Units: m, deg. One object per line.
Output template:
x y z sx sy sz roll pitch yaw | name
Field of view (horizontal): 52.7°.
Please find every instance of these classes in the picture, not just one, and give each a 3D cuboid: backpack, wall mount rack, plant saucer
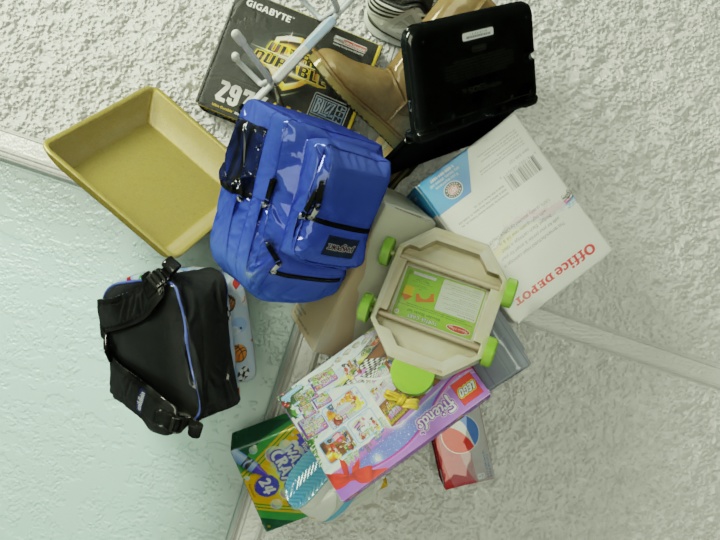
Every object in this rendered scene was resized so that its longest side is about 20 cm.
-0.071 -0.062 0.793 0.162 0.168 0.201 10 108 -39 | backpack
-0.085 -0.275 0.831 0.075 0.174 0.200 43 88 -16 | wall mount rack
-0.226 0.079 0.876 0.189 0.154 0.202 0 96 37 | backpack
-0.250 -0.116 0.895 0.200 0.200 0.048 41 133 -1 | plant saucer

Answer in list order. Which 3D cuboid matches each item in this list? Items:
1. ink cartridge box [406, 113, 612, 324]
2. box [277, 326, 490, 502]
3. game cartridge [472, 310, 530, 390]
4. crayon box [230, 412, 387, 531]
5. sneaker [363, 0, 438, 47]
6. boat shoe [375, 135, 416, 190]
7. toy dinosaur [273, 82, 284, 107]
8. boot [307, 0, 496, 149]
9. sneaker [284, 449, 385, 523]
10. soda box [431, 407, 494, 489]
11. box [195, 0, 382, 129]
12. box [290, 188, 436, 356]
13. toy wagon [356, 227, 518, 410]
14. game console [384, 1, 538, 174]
0.175 -0.057 0.899 0.147 0.145 0.201 -35 91 -2 | ink cartridge box
0.026 0.141 0.811 0.199 0.039 0.137 -35 71 -1 | box
0.092 0.104 0.869 0.200 0.041 0.134 -43 67 35 | game cartridge
-0.050 0.235 0.926 0.199 0.052 0.127 -21 107 -2 | crayon box
0.100 -0.306 0.912 0.199 0.115 0.076 19 89 -2 | sneaker
0.006 -0.123 0.942 0.076 0.072 0.200 42 83 15 | boat shoe
-0.106 -0.136 0.896 0.076 0.102 0.202 14 121 31 | toy dinosaur
0.058 -0.262 0.848 0.200 0.066 0.175 -48 131 8 | boot
0.004 0.217 0.870 0.200 0.077 0.081 -42 128 2 | sneaker
0.116 0.171 0.940 0.069 0.063 0.202 -13 91 -1 | soda box
-0.092 -0.249 0.942 0.199 0.049 0.161 22 91 -1 | box
0.000 0.000 0.886 0.077 0.095 0.201 16 108 -32 | box
0.075 0.054 0.787 0.154 0.040 0.201 19 75 12 | toy wagon
0.100 -0.207 0.849 0.199 0.116 0.177 -25 116 -33 | game console
